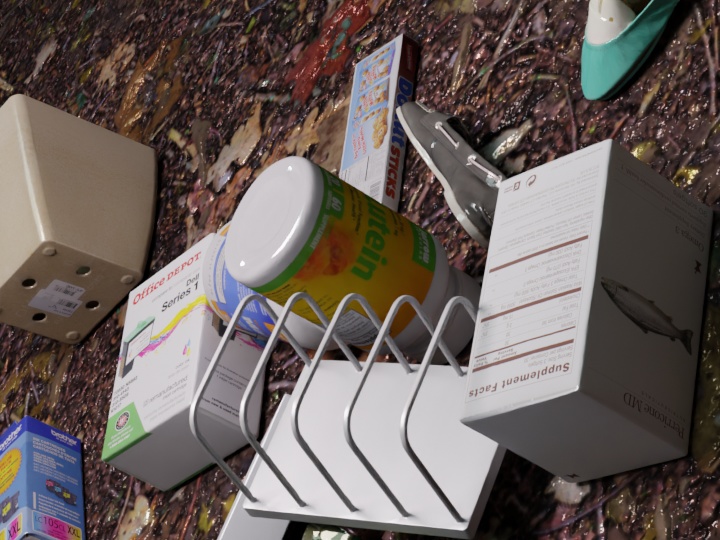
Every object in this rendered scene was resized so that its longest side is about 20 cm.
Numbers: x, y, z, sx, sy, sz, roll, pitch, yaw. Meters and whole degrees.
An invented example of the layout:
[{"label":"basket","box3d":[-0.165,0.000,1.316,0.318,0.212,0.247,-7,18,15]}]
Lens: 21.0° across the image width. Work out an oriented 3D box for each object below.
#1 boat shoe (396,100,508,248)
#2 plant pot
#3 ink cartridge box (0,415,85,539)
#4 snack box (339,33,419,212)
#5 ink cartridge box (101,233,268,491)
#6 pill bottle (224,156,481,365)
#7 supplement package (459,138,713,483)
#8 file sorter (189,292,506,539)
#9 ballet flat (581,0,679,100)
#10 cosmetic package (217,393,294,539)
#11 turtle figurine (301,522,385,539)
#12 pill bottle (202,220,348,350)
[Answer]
[{"label":"boat shoe","box3d":[0.089,-0.092,1.646,0.057,0.067,0.200,-37,39,8]},{"label":"plant pot","box3d":[-0.341,-0.039,2.134,0.200,0.199,0.177,-43,45,27]},{"label":"ink cartridge box","box3d":[-0.354,0.248,2.009,0.136,0.076,0.200,-45,32,25]},{"label":"snack box","box3d":[0.014,-0.127,1.819,0.072,0.024,0.200,-29,42,43]},{"label":"ink cartridge box","box3d":[-0.161,0.086,1.843,0.145,0.084,0.200,-33,39,39]},{"label":"pill bottle","box3d":[0.000,0.000,1.556,0.111,0.200,0.111,-36,38,35]},{"label":"supplement package","box3d":[0.162,0.031,1.368,0.117,0.117,0.200,-21,49,45]},{"label":"file sorter","box3d":[-0.005,0.097,1.419,0.200,0.125,0.139,0,52,34]},{"label":"ballet flat","box3d":[0.224,-0.228,1.542,0.200,0.070,0.067,-51,32,17]},{"label":"cosmetic package","box3d":[-0.083,0.206,1.591,0.151,0.052,0.200,125,170,-80]},{"label":"turtle figurine","box3d":[0.006,0.206,1.481,0.200,0.101,0.150,-55,35,-6]},{"label":"pill bottle","box3d":[-0.050,0.011,1.712,0.200,0.112,0.112,12,75,59]}]
